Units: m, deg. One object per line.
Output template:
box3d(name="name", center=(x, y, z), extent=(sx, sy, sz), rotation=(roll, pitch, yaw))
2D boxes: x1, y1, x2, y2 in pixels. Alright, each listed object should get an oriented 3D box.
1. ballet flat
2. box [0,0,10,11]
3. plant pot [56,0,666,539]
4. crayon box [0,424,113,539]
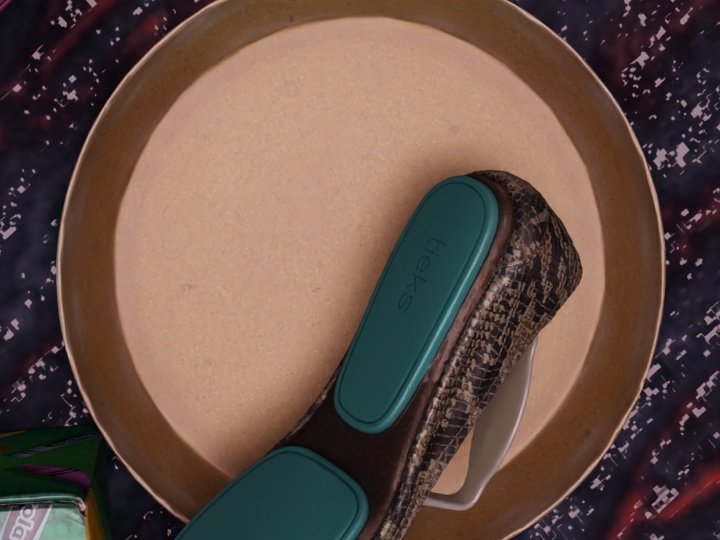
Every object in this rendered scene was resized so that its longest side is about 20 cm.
box3d(name="ballet flat", center=(0.007, 0.064, 0.798), extent=(0.075, 0.068, 0.201), rotation=(38, 86, -40))
box3d(name="box", center=(-0.168, -0.104, 0.728), extent=(0.132, 0.200, 0.115), rotation=(42, 94, -6))
box3d(name="plant pot", center=(0.000, 0.000, 0.836), extent=(0.198, 0.027, 0.202), rotation=(0, 97, -4))
box3d(name="crayon box", center=(-0.104, 0.159, 0.802), extent=(0.058, 0.119, 0.202), rotation=(-3, 97, -3))
